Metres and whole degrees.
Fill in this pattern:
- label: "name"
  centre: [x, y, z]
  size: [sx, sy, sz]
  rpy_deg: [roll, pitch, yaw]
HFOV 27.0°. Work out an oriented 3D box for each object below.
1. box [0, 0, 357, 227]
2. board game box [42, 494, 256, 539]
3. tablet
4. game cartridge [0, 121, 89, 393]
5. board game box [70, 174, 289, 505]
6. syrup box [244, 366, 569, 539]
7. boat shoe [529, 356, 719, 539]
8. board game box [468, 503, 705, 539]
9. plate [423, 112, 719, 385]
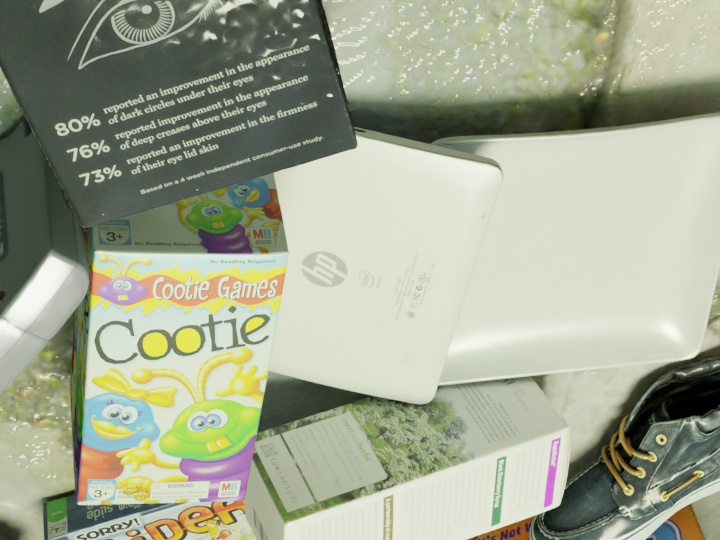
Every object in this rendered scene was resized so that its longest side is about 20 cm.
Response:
- label: "box"
  centre: [-0.097, -0.139, 0.692]
  size: [0.146, 0.105, 0.201]
  rpy_deg: [-15, 134, 2]
- label: "board game box"
  centre: [-0.104, 0.185, 1.045]
  size: [0.198, 0.035, 0.136]
  rpy_deg: [-17, 134, 2]
- label: "tablet"
  centre: [0.000, 0.000, 0.882]
  size: [0.129, 0.014, 0.201]
  rpy_deg: [13, 132, -1]
- label: "game cartridge"
  centre: [-0.218, 0.021, 0.795]
  size: [0.199, 0.134, 0.040]
  rpy_deg: [-38, 130, 23]
- label: "board game box"
  centre: [-0.108, 0.029, 0.849]
  size: [0.104, 0.104, 0.201]
  rpy_deg: [0, 133, -13]
- label: "syrup box"
  centre: [0.030, 0.130, 0.961]
  size: [0.198, 0.079, 0.082]
  rpy_deg: [-16, 133, -18]
- label: "boat shoe"
  centre: [0.196, 0.130, 1.045]
  size: [0.199, 0.071, 0.091]
  rpy_deg: [-30, 132, 6]
- label: "board game box"
  centre: [0.186, 0.307, 1.113]
  size: [0.198, 0.201, 0.201]
  rpy_deg: [-19, 134, 5]
- label: "plate"
  centre: [0.126, -0.015, 0.912]
  size: [0.198, 0.033, 0.201]
  rpy_deg: [-6, 134, -8]
